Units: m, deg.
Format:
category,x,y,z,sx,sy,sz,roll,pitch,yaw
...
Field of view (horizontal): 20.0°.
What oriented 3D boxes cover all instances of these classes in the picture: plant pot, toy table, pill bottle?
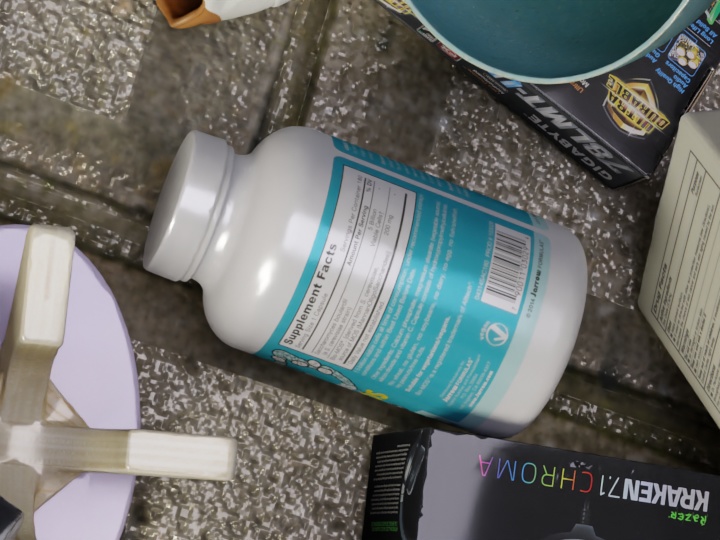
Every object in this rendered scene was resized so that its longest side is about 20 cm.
category,x,y,z,sx,sy,sz,roll,pitch,yaw
plant pot,0.118,-0.197,0.960,0.134,0.199,0.202,-18,88,-48
toy table,-0.156,0.075,0.915,0.182,0.117,0.202,-5,85,-17
pill bottle,0.000,0.000,0.975,0.199,0.111,0.112,21,77,-13

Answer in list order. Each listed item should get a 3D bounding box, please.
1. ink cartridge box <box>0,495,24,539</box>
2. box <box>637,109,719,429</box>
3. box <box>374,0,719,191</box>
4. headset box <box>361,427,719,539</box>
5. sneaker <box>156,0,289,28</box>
category,x,y,z,sx,sy,sz,roll,pitch,yaw
ink cartridge box,-0.254,0.118,0.847,0.197,0.201,0.043,35,34,6
box,0.231,0.025,0.981,0.108,0.129,0.201,-7,41,-18
box,0.116,-0.180,1.066,0.199,0.050,0.199,36,74,-11
headset box,0.085,0.189,0.985,0.173,0.093,0.202,11,80,-15
sneaker,-0.078,-0.182,0.940,0.084,0.201,0.073,-23,55,-11
